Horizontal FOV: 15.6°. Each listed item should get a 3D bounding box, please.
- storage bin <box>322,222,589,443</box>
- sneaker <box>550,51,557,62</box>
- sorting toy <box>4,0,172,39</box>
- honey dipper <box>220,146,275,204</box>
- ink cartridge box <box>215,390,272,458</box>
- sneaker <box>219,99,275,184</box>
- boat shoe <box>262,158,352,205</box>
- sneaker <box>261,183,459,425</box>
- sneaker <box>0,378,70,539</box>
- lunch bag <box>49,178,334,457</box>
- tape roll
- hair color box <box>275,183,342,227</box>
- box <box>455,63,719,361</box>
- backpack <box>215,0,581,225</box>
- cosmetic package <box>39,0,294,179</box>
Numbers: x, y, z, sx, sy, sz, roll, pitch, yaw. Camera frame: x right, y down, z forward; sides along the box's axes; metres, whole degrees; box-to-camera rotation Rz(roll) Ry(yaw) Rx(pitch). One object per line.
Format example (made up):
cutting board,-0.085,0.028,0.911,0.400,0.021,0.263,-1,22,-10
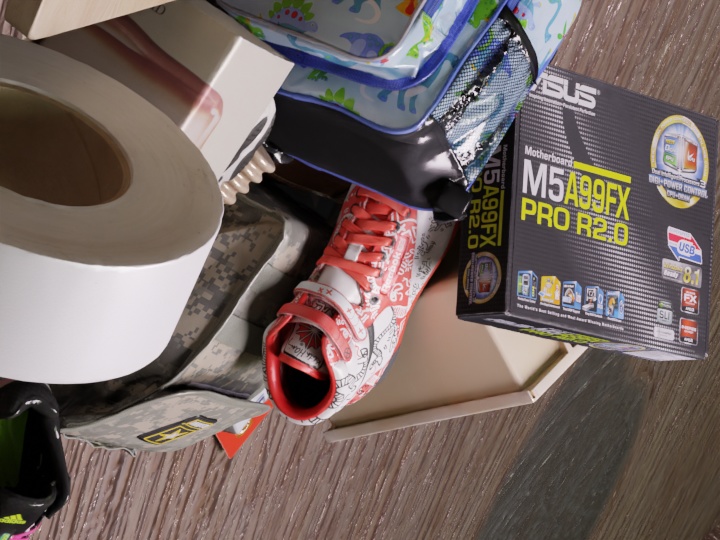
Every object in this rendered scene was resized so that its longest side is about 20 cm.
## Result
storage bin,0.078,0.011,1.748,0.200,0.094,0.198,-16,-161,48
sneaker,0.073,-0.142,1.674,0.070,0.080,0.201,-19,-151,35
sorting toy,-0.095,-0.230,1.278,0.199,0.070,0.200,-26,146,-56
honey dipper,-0.137,-0.011,1.551,0.200,0.038,0.038,-40,163,7
ink cartridge box,-0.051,0.060,1.946,0.160,0.047,0.200,-50,160,-14
sneaker,-0.135,-0.048,1.498,0.200,0.083,0.081,-47,171,8
boat shoe,0.008,-0.073,1.669,0.200,0.068,0.072,1,125,-45
sneaker,0.001,0.001,1.588,0.108,0.067,0.202,-33,146,-60
sneaker,-0.215,0.140,1.525,0.074,0.087,0.201,3,104,-33
lunch bag,-0.109,0.034,1.643,0.200,0.117,0.164,-54,161,4
tape roll,-0.169,-0.034,1.234,0.202,0.202,0.071,-25,147,-56
hair color box,0.000,-0.098,1.769,0.099,0.061,0.200,-20,141,-59
box,0.145,-0.035,1.638,0.200,0.044,0.161,13,78,-44
backpack,0.026,-0.160,1.532,0.200,0.183,0.147,-53,143,-22
cosmetic package,-0.140,-0.062,1.416,0.200,0.103,0.087,-57,162,5
